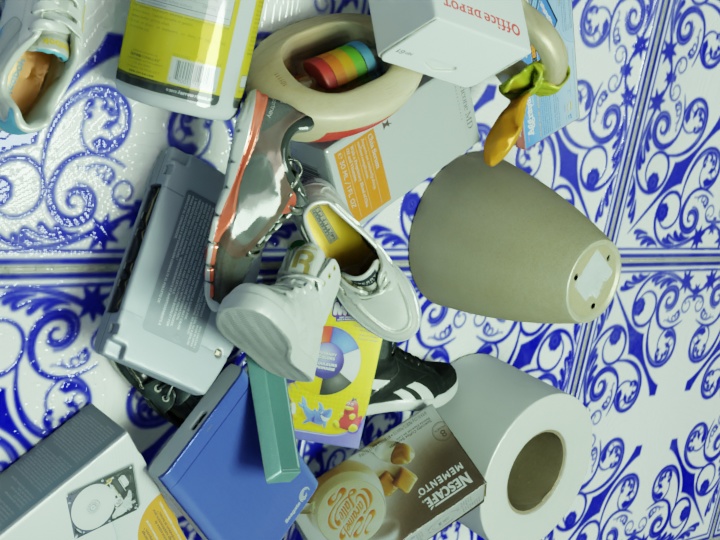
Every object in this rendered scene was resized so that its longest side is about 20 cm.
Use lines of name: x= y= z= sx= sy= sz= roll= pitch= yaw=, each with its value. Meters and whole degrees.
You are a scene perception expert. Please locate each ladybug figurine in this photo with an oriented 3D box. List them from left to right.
ladybug figurine: x=-0.024 y=-0.180 z=1.159 sx=0.198 sy=0.136 sz=0.072 roll=-24 pitch=151 yaw=-31

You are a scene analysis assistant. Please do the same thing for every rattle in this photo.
rattle: x=0.123 y=-0.239 z=1.274 sx=0.143 sy=0.130 sz=0.201 roll=-41 pitch=127 yaw=-5

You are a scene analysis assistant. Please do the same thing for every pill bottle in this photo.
pill bottle: x=-0.137 y=-0.238 z=1.033 sx=0.111 sy=0.111 sz=0.203 roll=5 pitch=104 yaw=-43

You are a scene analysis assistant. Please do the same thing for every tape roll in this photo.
tape roll: x=0.169 y=0.220 z=1.485 sx=0.201 sy=0.138 sz=0.206 roll=-18 pitch=118 yaw=-37

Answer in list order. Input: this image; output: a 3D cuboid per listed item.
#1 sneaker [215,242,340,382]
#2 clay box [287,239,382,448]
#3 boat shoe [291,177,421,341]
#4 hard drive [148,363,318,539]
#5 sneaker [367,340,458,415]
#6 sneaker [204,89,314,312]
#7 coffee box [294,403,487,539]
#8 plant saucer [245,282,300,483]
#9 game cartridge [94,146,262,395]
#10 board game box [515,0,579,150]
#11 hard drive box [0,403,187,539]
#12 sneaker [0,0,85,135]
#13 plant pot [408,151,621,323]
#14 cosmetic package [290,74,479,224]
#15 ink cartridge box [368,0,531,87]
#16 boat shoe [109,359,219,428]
sneaker: x=-0.071 y=0.020 z=1.103 sx=0.200 sy=0.073 sz=0.117 roll=65 pitch=39 yaw=-69
clay box: x=-0.038 y=0.077 z=1.264 sx=0.113 sy=0.048 sz=0.203 roll=9 pitch=103 yaw=-10
boat shoe: x=0.000 y=0.000 z=1.183 sx=0.070 sy=0.070 sz=0.201 roll=-32 pitch=114 yaw=2
hard drive: x=-0.120 y=0.206 z=1.203 sx=0.132 sy=0.025 sz=0.201 roll=-53 pitch=139 yaw=-25
sneaker: x=0.042 y=0.097 z=1.363 sx=0.198 sy=0.073 sz=0.114 roll=-7 pitch=113 yaw=-39
sneaker: x=-0.088 y=-0.053 z=1.074 sx=0.081 sy=0.077 sz=0.203 roll=14 pitch=104 yaw=-7
coffee box: x=0.029 y=0.256 z=1.342 sx=0.198 sy=0.115 sz=0.080 roll=-31 pitch=155 yaw=-10
plant saucer: x=-0.090 y=0.107 z=1.193 sx=0.070 sy=0.019 sz=0.203 roll=25 pitch=54 yaw=-71
game cartridge: x=-0.158 y=0.005 z=1.124 sx=0.132 sy=0.040 sz=0.203 roll=28 pitch=71 yaw=-34
board game box: x=0.211 y=-0.253 z=1.414 sx=0.102 sy=0.019 sz=0.203 roll=-31 pitch=126 yaw=-32
hard drive box: x=-0.281 y=0.252 z=1.127 sx=0.199 sy=0.076 sz=0.157 roll=-39 pitch=129 yaw=-24
sneaker: x=-0.248 y=-0.205 z=0.966 sx=0.076 sy=0.080 sz=0.203 roll=12 pitch=98 yaw=-43
plant pot: x=0.187 y=-0.019 z=1.361 sx=0.185 sy=0.199 sz=0.190 roll=-17 pitch=118 yaw=-36
cosmetic package: x=0.026 y=-0.137 z=1.254 sx=0.199 sy=0.071 sz=0.103 roll=-37 pitch=128 yaw=-27
ink cartridge box: x=0.076 y=-0.294 z=1.159 sx=0.143 sy=0.084 sz=0.203 roll=6 pitch=69 yaw=-44
boat shoe: x=-0.173 y=0.111 z=1.175 sx=0.075 sy=0.066 sz=0.201 roll=-45 pitch=131 yaw=-19
